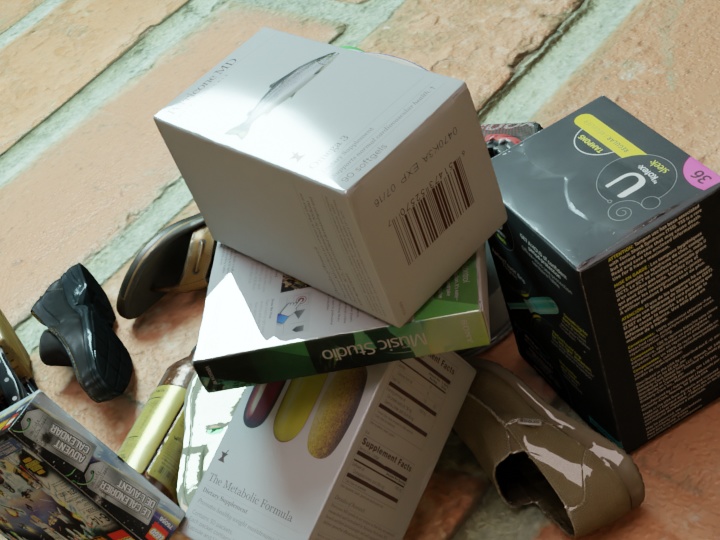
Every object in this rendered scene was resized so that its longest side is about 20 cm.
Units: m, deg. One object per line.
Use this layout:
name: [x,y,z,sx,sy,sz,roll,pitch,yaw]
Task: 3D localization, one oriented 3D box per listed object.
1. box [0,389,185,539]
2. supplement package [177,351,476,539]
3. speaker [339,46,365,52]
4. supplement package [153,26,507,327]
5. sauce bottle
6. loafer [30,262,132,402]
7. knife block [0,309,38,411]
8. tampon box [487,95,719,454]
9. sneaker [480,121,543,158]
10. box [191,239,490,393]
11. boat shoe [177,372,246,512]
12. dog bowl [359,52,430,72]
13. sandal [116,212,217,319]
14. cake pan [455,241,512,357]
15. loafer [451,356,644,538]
box: [-0.230,0.164,0.899,0.200,0.137,0.040,-27,25,52]
supplement package: [-0.021,0.128,0.878,0.113,0.109,0.201,16,76,38]
speaker: [-0.002,-0.152,1.255,0.088,0.089,0.200,-20,40,3]
supplement package: [-0.022,-0.069,0.816,0.200,0.118,0.117,23,58,42]
sauce bottle: [-0.150,0.121,1.034,0.066,0.066,0.200,3,44,27]
loafer: [-0.266,0.070,1.146,0.072,0.073,0.200,-34,31,-1]
knife block: [-0.352,0.068,1.106,0.064,0.201,0.176,-30,11,-11]
tampon box: [0.188,0.004,0.903,0.126,0.201,0.150,-30,41,-10]
sneaker: [0.128,-0.107,1.159,0.097,0.071,0.200,-11,17,-26]
box: [-0.010,0.008,0.844,0.199,0.036,0.145,-12,40,14]
boat shoe: [-0.105,0.132,0.991,0.071,0.068,0.201,-3,47,12]
dog bowl: [0.002,-0.067,0.963,0.199,0.079,0.201,-4,73,12]
sandal: [-0.152,-0.015,1.193,0.200,0.082,0.055,-34,62,-24]
cake pan: [0.059,0.005,1.088,0.199,0.037,0.201,-12,41,11]
loafer: [0.113,0.128,0.897,0.067,0.076,0.200,-37,41,-27]
